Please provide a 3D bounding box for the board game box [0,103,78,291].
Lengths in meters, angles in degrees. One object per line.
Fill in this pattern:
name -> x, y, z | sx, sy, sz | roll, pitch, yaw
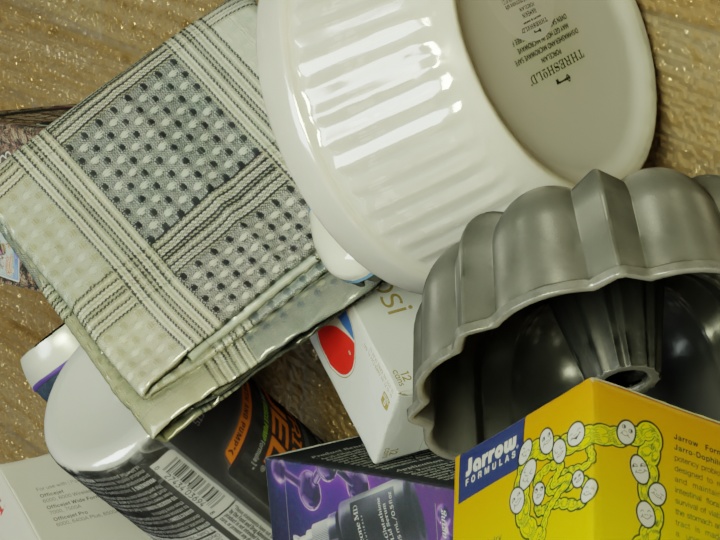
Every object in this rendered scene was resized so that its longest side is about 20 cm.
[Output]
board game box -> -0.128, -0.044, 1.570 | 0.199, 0.159, 0.098 | 9, 104, 53

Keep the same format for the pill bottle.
pill bottle -> -0.080, 0.115, 1.509 | 0.106, 0.200, 0.107 | -23, 45, 25

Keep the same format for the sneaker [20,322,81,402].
sneaker -> -0.120, 0.095, 1.582 | 0.147, 0.080, 0.200 | 54, -179, 9

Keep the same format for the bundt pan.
bundt pan -> 0.116, 0.019, 1.223 | 0.202, 0.201, 0.076 | -47, 43, 48

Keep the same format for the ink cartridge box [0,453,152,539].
ink cartridge box -> -0.146, 0.227, 1.669 | 0.200, 0.144, 0.148 | 56, 137, 31

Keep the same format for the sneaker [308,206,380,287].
sneaker -> -0.011, -0.087, 1.332 | 0.072, 0.072, 0.201 | -22, 58, 37

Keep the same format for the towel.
towel -> -0.082, -0.034, 1.389 | 0.200, 0.192, 0.035 | 49, 170, 28

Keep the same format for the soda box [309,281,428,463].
soda box -> 0.000, 0.000, 1.424 | 0.201, 0.063, 0.068 | 62, 153, 30

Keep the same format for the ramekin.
ramekin -> 0.054, -0.096, 1.274 | 0.105, 0.200, 0.201 | -20, 81, 39

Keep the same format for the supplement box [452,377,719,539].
supplement box -> 0.111, 0.168, 1.178 | 0.109, 0.109, 0.201 | -35, 43, 48

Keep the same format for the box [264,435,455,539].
box -> 0.048, 0.169, 1.417 | 0.199, 0.104, 0.149 | 2, 99, 54
